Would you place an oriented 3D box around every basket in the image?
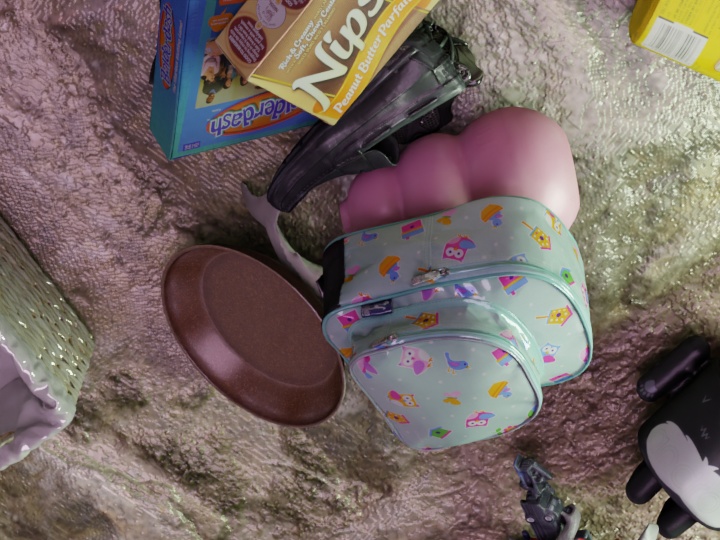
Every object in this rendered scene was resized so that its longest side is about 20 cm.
[{"bbox_3d":[-0.367,0.074,1.276,0.197,0.161,0.201,-32,107,15],"label":"basket"}]

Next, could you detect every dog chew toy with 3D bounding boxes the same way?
[{"bbox_3d":[0.080,-0.064,1.205,0.197,0.125,0.126,-11,112,4],"label":"dog chew toy"}]

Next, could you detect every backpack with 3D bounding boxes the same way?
[{"bbox_3d":[0.083,0.039,1.127,0.198,0.154,0.176,-22,134,14],"label":"backpack"}]

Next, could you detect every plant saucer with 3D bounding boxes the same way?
[{"bbox_3d":[-0.089,0.051,1.277,0.199,0.037,0.202,24,138,23],"label":"plant saucer"}]

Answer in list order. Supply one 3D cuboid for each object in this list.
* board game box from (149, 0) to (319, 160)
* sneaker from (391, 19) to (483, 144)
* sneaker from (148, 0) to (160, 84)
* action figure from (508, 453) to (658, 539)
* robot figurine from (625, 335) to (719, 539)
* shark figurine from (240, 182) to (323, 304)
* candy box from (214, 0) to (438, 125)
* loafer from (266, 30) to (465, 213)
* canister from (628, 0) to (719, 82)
[{"bbox_3d":[-0.081,-0.188,1.111,0.151,0.045,0.201,-17,142,-28],"label":"board game box"},{"bbox_3d":[0.038,-0.202,1.184,0.113,0.076,0.202,-10,115,6],"label":"sneaker"},{"bbox_3d":[-0.132,-0.255,1.170,0.059,0.104,0.203,8,77,-26],"label":"sneaker"},{"bbox_3d":[0.193,0.273,1.331,0.192,0.105,0.201,-8,123,46],"label":"action figure"},{"bbox_3d":[0.330,0.150,1.284,0.150,0.125,0.200,33,112,-29],"label":"robot figurine"},{"bbox_3d":[-0.020,0.006,1.275,0.212,0.089,0.130,21,79,-14],"label":"shark figurine"},{"bbox_3d":[-0.002,-0.212,1.061,0.200,0.055,0.115,-48,147,15],"label":"candy box"},{"bbox_3d":[0.001,-0.107,1.161,0.070,0.068,0.200,45,118,-6],"label":"loafer"},{"bbox_3d":[0.334,-0.211,1.153,0.198,0.087,0.150,23,112,-4],"label":"canister"}]
